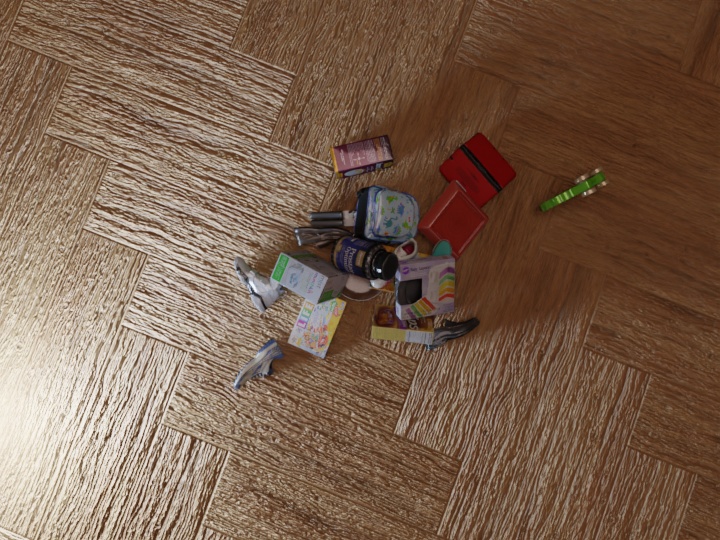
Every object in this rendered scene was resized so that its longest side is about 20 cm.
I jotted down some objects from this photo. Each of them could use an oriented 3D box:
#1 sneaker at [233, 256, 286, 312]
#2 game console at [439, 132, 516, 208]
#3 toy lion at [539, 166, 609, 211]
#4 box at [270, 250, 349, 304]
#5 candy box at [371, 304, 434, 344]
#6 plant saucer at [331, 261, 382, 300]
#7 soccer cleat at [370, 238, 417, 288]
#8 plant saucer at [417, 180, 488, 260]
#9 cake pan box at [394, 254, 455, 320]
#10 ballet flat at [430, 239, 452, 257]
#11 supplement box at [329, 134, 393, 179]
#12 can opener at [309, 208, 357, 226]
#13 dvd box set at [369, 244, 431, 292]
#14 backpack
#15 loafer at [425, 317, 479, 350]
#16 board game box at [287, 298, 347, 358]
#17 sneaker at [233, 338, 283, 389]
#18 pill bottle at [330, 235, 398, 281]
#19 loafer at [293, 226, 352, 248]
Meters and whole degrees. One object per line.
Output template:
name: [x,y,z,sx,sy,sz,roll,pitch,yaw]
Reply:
sneaker: [-0.331,0.026,1.691,0.114,0.075,0.202,-29,92,-2]
game console: [0.400,-0.337,1.740,0.200,0.119,0.172,49,119,3]
toy lion: [0.690,-0.255,1.672,0.199,0.191,0.069,-25,86,-42]
box: [-0.153,0.015,1.605,0.175,0.200,0.098,28,100,13]
candy box: [0.139,0.172,1.651,0.197,0.117,0.057,6,125,4]
plant saucer: [0.000,0.000,1.710,0.197,0.037,0.204,0,86,1]
soccer cleat: [0.105,-0.030,1.616,0.070,0.087,0.200,42,73,15]
plant saucer: [0.315,-0.156,1.679,0.199,0.037,0.201,40,88,-24]
cake pan box: [0.201,0.053,1.610,0.197,0.052,0.187,-6,107,-15]
ballet flat: [0.264,-0.006,1.686,0.068,0.071,0.203,4,102,8]
supplement box: [0.003,-0.374,1.694,0.197,0.110,0.087,-13,87,-1]
can opener: [-0.071,-0.175,1.714,0.197,0.067,0.053,-2,107,5]
dvd box set: [0.137,0.004,1.687,0.197,0.029,0.149,12,83,-13]
backpack: [0.096,-0.174,1.646,0.198,0.146,0.186,5,92,-29]
loafer: [0.296,0.193,1.684,0.198,0.073,0.073,-24,83,-3]
board game box: [-0.143,0.172,1.701,0.133,0.034,0.202,22,87,1]
sneaker: [-0.332,0.324,1.673,0.085,0.077,0.200,43,88,-2]
pill bottle: [0.014,-0.035,1.574,0.198,0.111,0.113,18,86,36]
loafer: [-0.124,-0.109,1.706,0.197,0.073,0.072,2,97,5]
